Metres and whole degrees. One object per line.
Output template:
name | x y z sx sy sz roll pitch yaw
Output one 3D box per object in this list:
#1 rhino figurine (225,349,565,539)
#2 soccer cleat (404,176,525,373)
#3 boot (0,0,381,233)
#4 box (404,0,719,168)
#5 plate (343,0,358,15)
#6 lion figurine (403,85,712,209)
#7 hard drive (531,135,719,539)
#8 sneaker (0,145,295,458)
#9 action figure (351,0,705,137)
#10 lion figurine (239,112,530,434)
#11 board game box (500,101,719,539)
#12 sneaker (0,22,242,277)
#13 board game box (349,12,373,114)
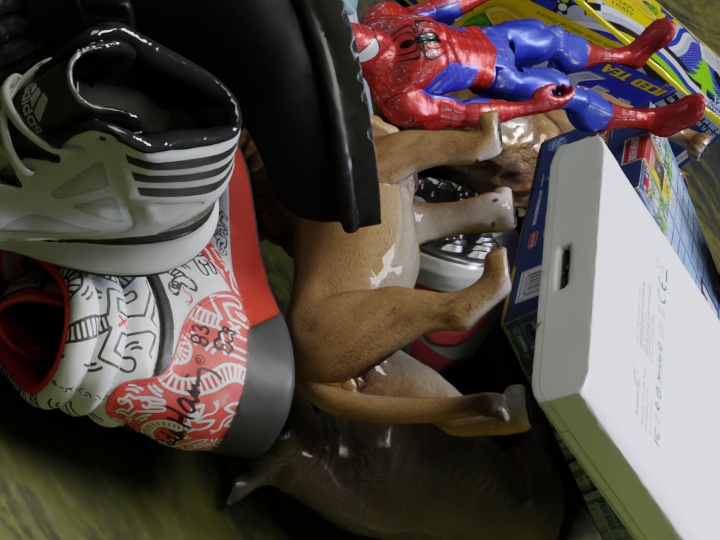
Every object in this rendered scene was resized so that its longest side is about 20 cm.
rhino figurine | 0.005 0.074 1.217 0.200 0.060 0.088 19 41 -35
soccer cleat | 0.039 0.005 1.352 0.068 0.073 0.200 20 12 8
boot | -0.088 -0.091 1.150 0.079 0.158 0.211 74 -5 -74
box | 0.104 -0.131 1.572 0.200 0.070 0.064 38 33 -22
plate | -0.020 -0.206 1.246 0.200 0.026 0.200 -15 90 -85
lion figurine | 0.096 -0.064 1.499 0.122 0.073 0.200 29 10 15
hard drive | 0.126 0.059 1.201 0.200 0.026 0.132 54 32 -40
sneaker | -0.099 -0.012 1.160 0.108 0.067 0.202 13 35 -28
action figure | 0.064 -0.091 1.289 0.200 0.052 0.066 -1 66 -38
lion figurine | 0.000 0.000 1.181 0.200 0.122 0.073 -90 170 -54
board game box | 0.137 0.055 1.348 0.200 0.062 0.200 63 19 -20
sneaker | -0.137 -0.049 1.032 0.200 0.115 0.076 -3 63 -18
board game box | -0.036 -0.157 1.330 0.199 0.043 0.200 74 5 -48
